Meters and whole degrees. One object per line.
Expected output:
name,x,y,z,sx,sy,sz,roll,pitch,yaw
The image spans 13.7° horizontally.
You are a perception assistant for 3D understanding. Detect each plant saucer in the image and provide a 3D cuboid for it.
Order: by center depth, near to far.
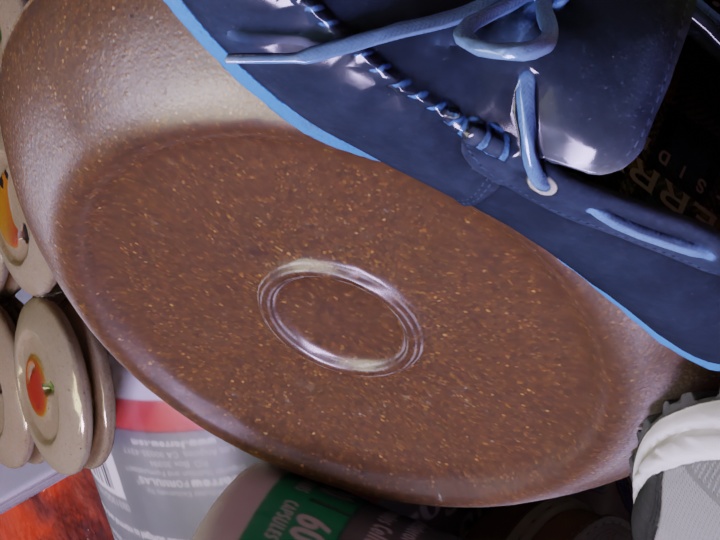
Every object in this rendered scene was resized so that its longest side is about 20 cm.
plant saucer,0.000,0.000,0.718,0.200,0.037,0.200,14,144,11

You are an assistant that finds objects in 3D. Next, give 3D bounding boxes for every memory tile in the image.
memory tile,-0.114,-0.041,0.859,0.153,0.017,0.200,-1,99,65

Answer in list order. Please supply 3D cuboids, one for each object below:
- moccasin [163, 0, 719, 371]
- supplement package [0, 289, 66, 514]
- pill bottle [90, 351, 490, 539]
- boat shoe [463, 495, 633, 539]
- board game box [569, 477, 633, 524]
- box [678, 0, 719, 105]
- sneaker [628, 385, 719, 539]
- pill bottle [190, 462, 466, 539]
moccasin,0.044,-0.048,0.598,0.200,0.081,0.068,28,158,-30
supplement package,-0.147,-0.019,1.028,0.200,0.156,0.111,60,152,2
pill bottle,-0.012,0.083,0.897,0.116,0.116,0.200,21,134,52
boat shoe,0.073,0.160,0.867,0.076,0.072,0.200,18,132,36
board game box,0.105,0.075,0.828,0.200,0.026,0.200,18,130,53
box,0.094,-0.087,0.590,0.200,0.048,0.193,38,158,-12
sneaker,0.117,0.064,0.655,0.200,0.074,0.079,166,111,-65
pill bottle,0.042,0.136,0.771,0.200,0.113,0.113,22,142,8
